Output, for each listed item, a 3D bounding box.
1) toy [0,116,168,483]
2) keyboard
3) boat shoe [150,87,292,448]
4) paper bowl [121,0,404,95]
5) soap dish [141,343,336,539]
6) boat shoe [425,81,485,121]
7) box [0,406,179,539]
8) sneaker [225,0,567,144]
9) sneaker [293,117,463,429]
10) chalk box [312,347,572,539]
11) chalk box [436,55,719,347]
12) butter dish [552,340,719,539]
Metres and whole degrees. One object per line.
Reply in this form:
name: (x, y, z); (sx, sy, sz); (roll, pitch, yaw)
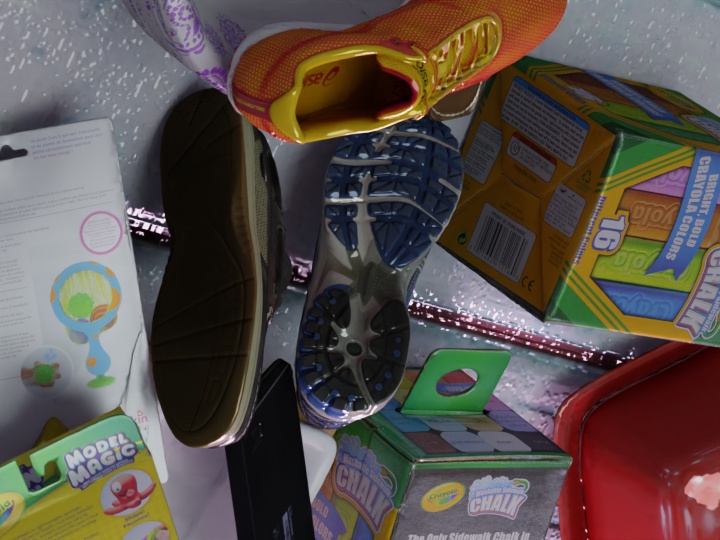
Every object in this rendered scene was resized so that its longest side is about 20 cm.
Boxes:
toy: (-0.175, 0.025, 1.592); (0.115, 0.047, 0.201); (-11, 99, -13)
keyboard: (-0.057, 0.161, 1.650); (0.127, 0.021, 0.201); (-53, 143, -52)
boat shoe: (-0.067, 0.002, 1.608); (0.065, 0.073, 0.201); (26, 60, -50)
paper bowl: (-0.041, -0.193, 1.548); (0.200, 0.104, 0.201); (-19, 125, -29)
soap dish: (-0.119, 0.140, 1.696); (0.157, 0.081, 0.200); (22, 100, -43)
boat shoe: (0.052, -0.172, 1.651); (0.075, 0.074, 0.201); (-18, 124, -28)
box: (-0.153, 0.158, 1.581); (0.117, 0.048, 0.200); (-25, 135, -13)
sneaker: (0.029, -0.105, 1.531); (0.200, 0.077, 0.073); (-24, 126, -26)
sneaker: (0.000, 0.000, 1.693); (0.085, 0.077, 0.201); (118, -8, -64)
chalk box: (0.031, 0.132, 1.777); (0.124, 0.124, 0.201); (3, 112, -37)
chalk box: (0.167, -0.038, 1.782); (0.200, 0.125, 0.124); (7, 110, -41)
butter dish: (0.238, 0.147, 1.924); (0.200, 0.148, 0.200); (-24, 127, -24)
